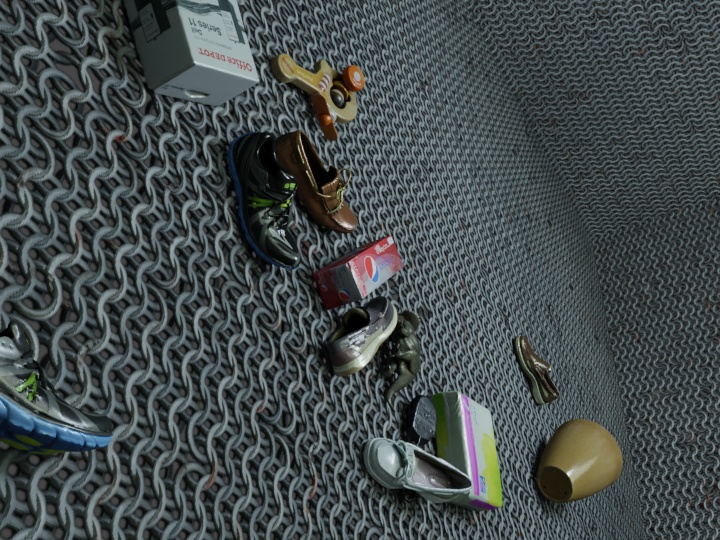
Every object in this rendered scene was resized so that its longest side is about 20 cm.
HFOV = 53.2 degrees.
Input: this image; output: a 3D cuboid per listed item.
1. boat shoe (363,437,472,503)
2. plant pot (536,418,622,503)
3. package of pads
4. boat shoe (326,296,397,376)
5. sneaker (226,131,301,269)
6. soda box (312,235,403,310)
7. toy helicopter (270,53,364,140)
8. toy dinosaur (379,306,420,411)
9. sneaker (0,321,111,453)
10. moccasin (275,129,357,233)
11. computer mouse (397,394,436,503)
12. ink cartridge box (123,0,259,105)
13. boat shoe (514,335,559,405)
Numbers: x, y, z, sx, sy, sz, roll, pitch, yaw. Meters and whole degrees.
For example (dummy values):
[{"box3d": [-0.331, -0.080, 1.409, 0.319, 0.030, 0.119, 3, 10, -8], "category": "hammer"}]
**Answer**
[{"box3d": [0.089, 0.310, 1.122, 0.202, 0.065, 0.075, 34, 47, -29], "category": "boat shoe"}, {"box3d": [0.520, 0.487, 1.773, 0.200, 0.186, 0.187, -14, 86, -51], "category": "plant pot"}, {"box3d": [0.201, 0.340, 1.347, 0.154, 0.068, 0.201, 36, 43, -49], "category": "package of pads"}, {"box3d": [0.002, 0.087, 1.127, 0.200, 0.072, 0.065, -51, 124, -53], "category": "boat shoe"}, {"box3d": [-0.123, -0.097, 0.989, 0.071, 0.082, 0.201, -10, 82, -63], "category": "sneaker"}, {"box3d": [0.000, 0.000, 1.177, 0.200, 0.070, 0.064, -33, 103, -64], "category": "soda box"}, {"box3d": [-0.078, -0.312, 1.256, 0.200, 0.079, 0.133, 17, 66, -46], "category": "toy helicopter"}, {"box3d": [0.074, 0.138, 1.226, 0.102, 0.077, 0.201, 21, 51, -49], "category": "toy dinosaur"}, {"box3d": [-0.273, 0.088, 0.571, 0.200, 0.071, 0.083, 45, 43, -38], "category": "sneaker"}, {"box3d": [-0.060, -0.139, 1.144, 0.202, 0.077, 0.074, 56, 30, -28], "category": "moccasin"}, {"box3d": [0.088, 0.296, 1.206, 0.059, 0.034, 0.200, 43, 43, -22], "category": "computer mouse"}, {"box3d": [-0.227, -0.332, 0.942, 0.146, 0.083, 0.201, -10, 83, -63], "category": "ink cartridge box"}, {"box3d": [0.478, 0.260, 1.929, 0.203, 0.075, 0.075, 65, 27, -12], "category": "boat shoe"}]
